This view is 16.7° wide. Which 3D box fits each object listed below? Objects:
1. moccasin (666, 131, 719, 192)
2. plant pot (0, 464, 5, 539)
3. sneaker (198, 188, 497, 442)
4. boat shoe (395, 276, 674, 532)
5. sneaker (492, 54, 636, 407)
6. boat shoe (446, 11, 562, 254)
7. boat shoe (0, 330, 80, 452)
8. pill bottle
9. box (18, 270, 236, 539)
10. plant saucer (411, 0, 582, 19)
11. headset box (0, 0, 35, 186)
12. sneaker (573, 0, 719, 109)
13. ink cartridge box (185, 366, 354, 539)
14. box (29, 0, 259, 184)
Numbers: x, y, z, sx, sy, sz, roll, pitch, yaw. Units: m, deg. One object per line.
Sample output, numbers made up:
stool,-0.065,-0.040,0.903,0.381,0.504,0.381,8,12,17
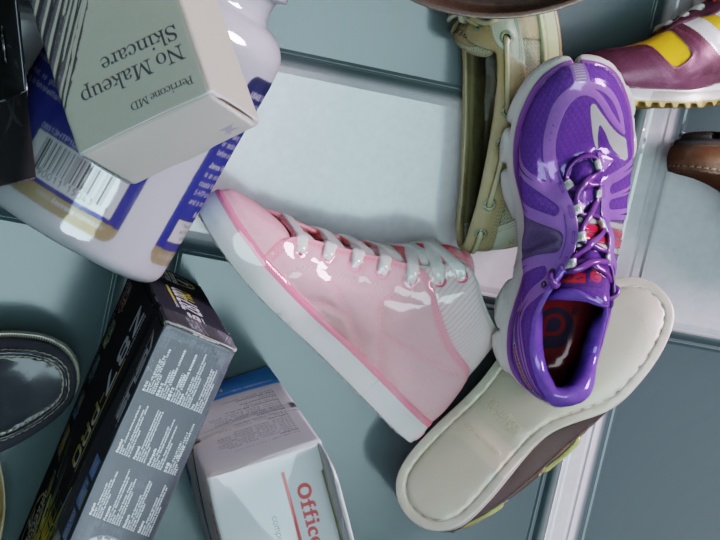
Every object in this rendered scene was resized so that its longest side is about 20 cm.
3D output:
moccasin,0.266,-0.024,1.468,0.200,0.074,0.078,26,87,-26
plant pot,-0.303,0.132,1.396,0.198,0.027,0.202,-3,103,-13
sneaker,0.000,0.000,1.408,0.105,0.075,0.200,-43,115,4
boat shoe,0.104,0.081,1.457,0.200,0.060,0.072,-43,76,-2
sneaker,0.124,-0.019,1.368,0.080,0.083,0.202,-2,107,-13
boat shoe,0.076,-0.110,1.405,0.063,0.073,0.202,-12,112,-14
boat shoe,-0.248,0.087,1.351,0.198,0.063,0.073,-15,105,-9
pill bottle,-0.113,-0.107,1.337,0.119,0.120,0.201,30,94,-17
box,-0.135,0.107,1.358,0.049,0.161,0.201,22,97,-16
plant saucer,0.077,-0.216,1.353,0.198,0.037,0.202,-2,64,4
headset box,-0.259,-0.112,1.272,0.198,0.075,0.150,-1,98,22
sneaker,0.209,-0.142,1.431,0.198,0.075,0.091,-6,95,-17
ink cartridge box,-0.050,0.139,1.362,0.067,0.200,0.117,-17,105,-8
box,-0.126,-0.153,1.247,0.082,0.068,0.201,-25,72,13
